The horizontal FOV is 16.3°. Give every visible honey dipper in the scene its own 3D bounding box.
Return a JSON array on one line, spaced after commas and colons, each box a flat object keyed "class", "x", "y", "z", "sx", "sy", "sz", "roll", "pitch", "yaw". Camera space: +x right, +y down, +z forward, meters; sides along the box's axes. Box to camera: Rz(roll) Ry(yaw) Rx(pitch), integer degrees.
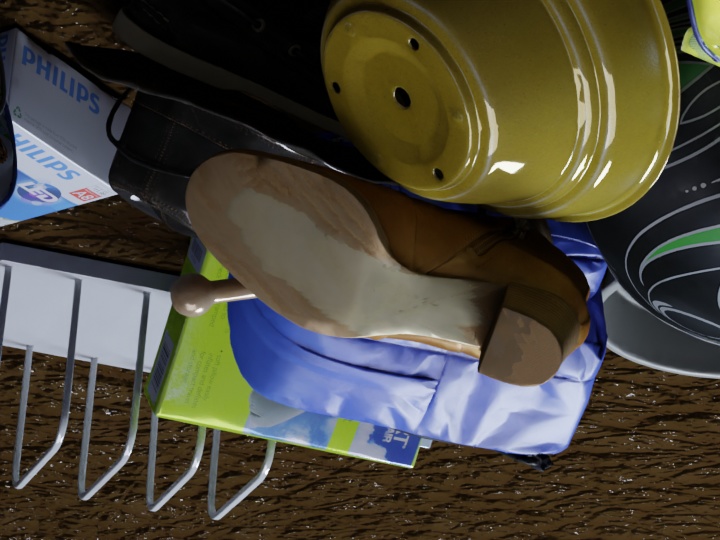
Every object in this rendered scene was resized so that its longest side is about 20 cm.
[{"class": "honey dipper", "x": 0.000, "y": 0.000, "z": 1.298, "sx": 0.200, "sy": 0.038, "sz": 0.038, "roll": -8, "pitch": 158, "yaw": -13}]

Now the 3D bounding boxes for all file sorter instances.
[{"class": "file sorter", "x": -0.162, "y": 0.081, "z": 1.658, "sx": 0.200, "sy": 0.125, "sz": 0.139, "roll": 11, "pitch": 155, "yaw": -19}]

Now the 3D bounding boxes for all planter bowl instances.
[{"class": "planter bowl", "x": 0.043, "y": -0.094, "z": 1.155, "sx": 0.083, "sy": 0.200, "sz": 0.200, "roll": -35, "pitch": 179, "yaw": -36}]

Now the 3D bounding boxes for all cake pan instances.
[{"class": "cake pan", "x": 0.242, "y": 0.015, "z": 1.574, "sx": 0.200, "sy": 0.037, "sz": 0.200, "roll": 3, "pitch": 156, "yaw": 1}]

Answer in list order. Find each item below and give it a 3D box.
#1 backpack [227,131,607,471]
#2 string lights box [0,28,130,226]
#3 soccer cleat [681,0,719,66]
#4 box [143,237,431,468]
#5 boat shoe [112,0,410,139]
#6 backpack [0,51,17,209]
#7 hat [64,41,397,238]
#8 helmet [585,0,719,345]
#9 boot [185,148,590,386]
[{"class": "backpack", "x": 0.030, "y": -0.007, "z": 1.413, "sx": 0.200, "sy": 0.163, "sz": 0.168, "roll": 8, "pitch": 126, "yaw": -10}, {"class": "string lights box", "x": -0.239, "y": -0.067, "z": 1.417, "sx": 0.200, "sy": 0.059, "sz": 0.103, "roll": -13, "pitch": 150, "yaw": 31}, {"class": "soccer cleat", "x": 0.188, "y": -0.102, "z": 1.099, "sx": 0.084, "sy": 0.065, "sz": 0.200, "roll": -31, "pitch": 108, "yaw": 23}, {"class": "box", "x": -0.024, "y": 0.051, "z": 1.590, "sx": 0.200, "sy": 0.122, "sz": 0.048, "roll": 13, "pitch": -164, "yaw": -20}, {"class": "boat shoe", "x": -0.024, "y": -0.115, "z": 1.286, "sx": 0.199, "sy": 0.075, "sz": 0.066, "roll": 21, "pitch": 106, "yaw": -18}, {"class": "backpack", "x": -0.260, "y": -0.088, "z": 1.245, "sx": 0.154, "sy": 0.200, "sz": 0.190, "roll": -28, "pitch": 147, "yaw": 27}, {"class": "hat", "x": -0.071, "y": -0.050, "z": 1.293, "sx": 0.200, "sy": 0.081, "sz": 0.201, "roll": 20, "pitch": -174, "yaw": -2}, {"class": "helmet", "x": 0.203, "y": -0.065, "z": 1.225, "sx": 0.200, "sy": 0.200, "sz": 0.191, "roll": 4, "pitch": 152, "yaw": -3}, {"class": "boot", "x": 0.017, "y": -0.010, "z": 1.217, "sx": 0.201, "sy": 0.071, "sz": 0.144, "roll": 26, "pitch": -165, "yaw": 0}]
